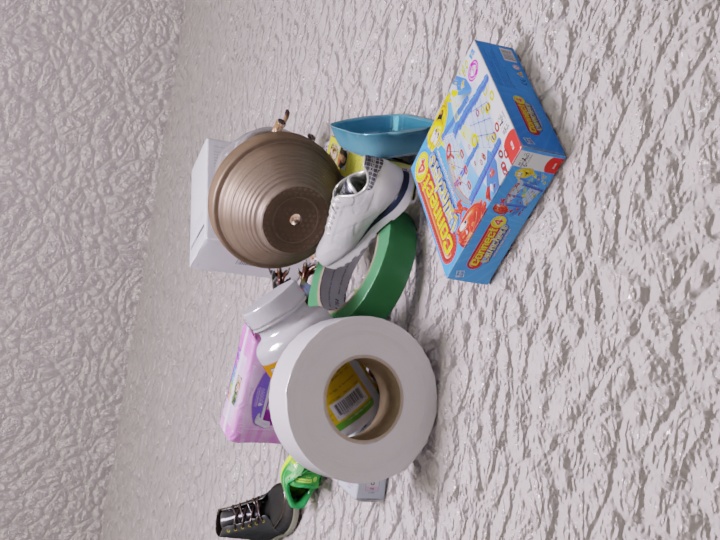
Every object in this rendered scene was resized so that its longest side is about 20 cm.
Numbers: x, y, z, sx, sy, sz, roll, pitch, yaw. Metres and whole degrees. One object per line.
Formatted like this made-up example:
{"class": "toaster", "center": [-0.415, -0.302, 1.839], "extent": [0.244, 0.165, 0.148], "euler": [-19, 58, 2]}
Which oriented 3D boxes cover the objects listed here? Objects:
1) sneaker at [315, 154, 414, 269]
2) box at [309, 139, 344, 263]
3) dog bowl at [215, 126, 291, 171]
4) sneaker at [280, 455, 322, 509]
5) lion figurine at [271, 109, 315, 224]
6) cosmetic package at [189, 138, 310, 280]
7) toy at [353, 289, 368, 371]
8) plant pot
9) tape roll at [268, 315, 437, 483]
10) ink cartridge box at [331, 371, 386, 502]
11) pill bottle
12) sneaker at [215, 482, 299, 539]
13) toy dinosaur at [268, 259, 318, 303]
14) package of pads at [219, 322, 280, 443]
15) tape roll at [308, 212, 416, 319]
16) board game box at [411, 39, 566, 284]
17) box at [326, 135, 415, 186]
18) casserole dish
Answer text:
{"class": "sneaker", "center": [-0.012, -0.080, 1.371], "extent": [0.200, 0.080, 0.077], "euler": [-47, 32, 37]}
{"class": "box", "center": [-0.039, -0.112, 1.649], "extent": [0.110, 0.034, 0.202], "euler": [174, 103, -68]}
{"class": "dog bowl", "center": [-0.142, -0.149, 1.717], "extent": [0.059, 0.199, 0.201], "euler": [-32, 53, 49]}
{"class": "sneaker", "center": [-0.076, 0.287, 1.565], "extent": [0.084, 0.074, 0.201], "euler": [-104, 21, -48]}
{"class": "lion figurine", "center": [-0.106, -0.147, 1.650], "extent": [0.123, 0.072, 0.201], "euler": [-52, 51, 44]}
{"class": "cosmetic package", "center": [-0.190, -0.104, 1.805], "extent": [0.123, 0.198, 0.201], "euler": [132, 141, -56]}
{"class": "toy", "center": [-0.024, 0.121, 1.463], "extent": [0.115, 0.047, 0.201], "euler": [-11, 59, 65]}
{"class": "plant pot", "center": [-0.107, -0.086, 1.439], "extent": [0.093, 0.200, 0.202], "euler": [46, 126, 57]}
{"class": "tape roll", "center": [-0.008, 0.157, 1.259], "extent": [0.071, 0.201, 0.204], "euler": [167, 109, -66]}
{"class": "ink cartridge box", "center": [-0.002, 0.201, 1.436], "extent": [0.162, 0.057, 0.202], "euler": [-163, 77, -69]}
{"class": "pill bottle", "center": [-0.065, 0.117, 1.337], "extent": [0.201, 0.111, 0.111], "euler": [57, 159, -9]}
{"class": "sneaker", "center": [-0.173, 0.408, 1.712], "extent": [0.200, 0.106, 0.075], "euler": [123, 147, -47]}
{"class": "toy dinosaur", "center": [-0.086, 0.065, 1.561], "extent": [0.201, 0.104, 0.182], "euler": [98, 168, -47]}
{"class": "package of pads", "center": [-0.155, 0.189, 1.725], "extent": [0.076, 0.120, 0.201], "euler": [42, 122, 58]}
{"class": "tape roll", "center": [0.000, 0.000, 1.422], "extent": [0.200, 0.048, 0.201], "euler": [-43, 33, 37]}
{"class": "board game box", "center": [0.138, -0.124, 1.179], "extent": [0.201, 0.056, 0.196], "euler": [-104, 31, -44]}
{"class": "box", "center": [0.013, -0.151, 1.484], "extent": [0.200, 0.075, 0.050], "euler": [-141, 63, -66]}
{"class": "casserole dish", "center": [0.033, -0.182, 1.393], "extent": [0.200, 0.120, 0.039], "euler": [-147, 49, -67]}
